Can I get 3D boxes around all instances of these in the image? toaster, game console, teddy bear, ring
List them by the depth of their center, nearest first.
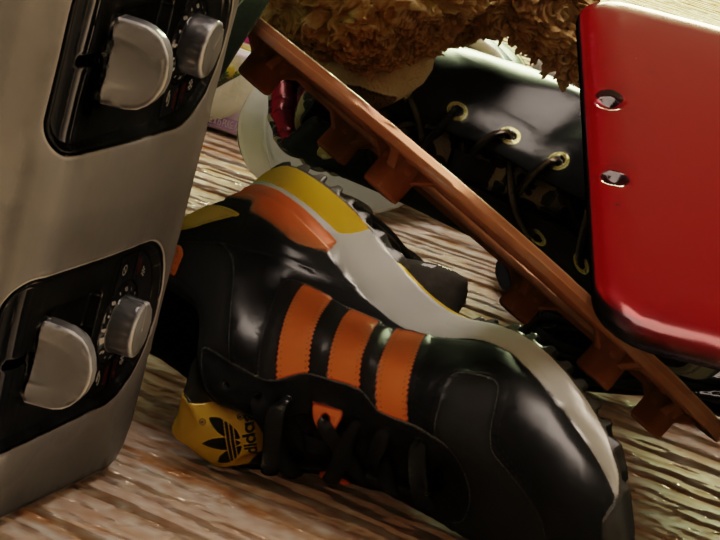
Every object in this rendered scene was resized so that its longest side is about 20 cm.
[{"bbox_3d":[-0.143,-0.049,0.763,0.199,0.182,0.119,19,14,11],"label":"toaster"},{"bbox_3d":[0.033,-0.010,0.883,0.200,0.019,0.200,42,0,0],"label":"ring"},{"bbox_3d":[0.145,0.020,0.884,0.118,0.173,0.200,-12,31,11],"label":"game console"},{"bbox_3d":[0.024,-0.104,1.013,0.145,0.067,0.200,22,23,-6],"label":"teddy bear"}]

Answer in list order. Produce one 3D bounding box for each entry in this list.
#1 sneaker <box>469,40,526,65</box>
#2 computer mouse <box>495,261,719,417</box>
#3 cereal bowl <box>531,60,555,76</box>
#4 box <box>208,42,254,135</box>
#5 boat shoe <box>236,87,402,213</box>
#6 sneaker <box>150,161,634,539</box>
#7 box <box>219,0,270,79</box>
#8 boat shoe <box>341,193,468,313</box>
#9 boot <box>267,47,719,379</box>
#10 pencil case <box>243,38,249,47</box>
[{"bbox_3d":[-0.002,-0.123,1.502,0.199,0.067,0.090,19,7,-2],"label":"sneaker"},{"bbox_3d":[0.126,0.014,1.127,0.140,0.046,0.200,14,13,-2],"label":"computer mouse"},{"bbox_3d":[0.163,-0.034,1.293,0.199,0.084,0.200,16,12,-3],"label":"cereal bowl"},{"bbox_3d":[-0.120,-0.107,1.359,0.199,0.039,0.041,18,12,11],"label":"box"},{"bbox_3d":[0.000,-0.062,1.268,0.063,0.071,0.200,4,6,35],"label":"boat shoe"},{"bbox_3d":[-0.005,0.044,0.836,0.090,0.070,0.200,-25,42,-24],"label":"sneaker"},{"bbox_3d":[-0.081,-0.071,0.894,0.036,0.200,0.144,29,7,-23],"label":"box"},{"bbox_3d":[0.000,0.000,1.007,0.067,0.057,0.200,12,13,-18],"label":"boat shoe"},{"bbox_3d":[0.051,-0.031,1.025,0.153,0.074,0.204,17,16,-17],"label":"boot"},{"bbox_3d":[-0.116,-0.143,1.425,0.199,0.089,0.088,20,13,16],"label":"pencil case"}]
